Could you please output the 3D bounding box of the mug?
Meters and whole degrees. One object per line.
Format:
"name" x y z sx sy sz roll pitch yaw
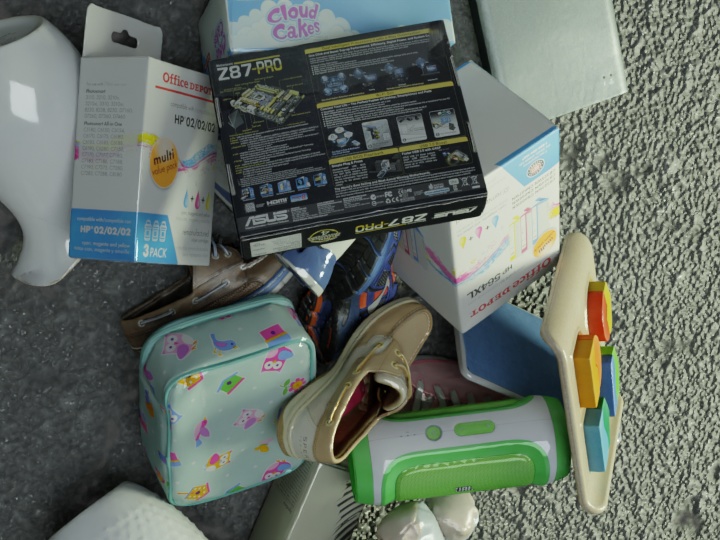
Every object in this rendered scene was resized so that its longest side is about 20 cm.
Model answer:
"mug" -0.211 0.297 1.137 0.176 0.148 0.200 53 43 4

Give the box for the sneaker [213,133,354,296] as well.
"sneaker" -0.056 -0.075 1.103 0.115 0.199 0.081 -42 147 -6

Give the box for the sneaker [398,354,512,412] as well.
"sneaker" 0.105 0.137 1.260 0.198 0.105 0.076 6 105 -21

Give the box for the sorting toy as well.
"sorting toy" 0.214 0.091 1.180 0.036 0.186 0.201 -6 120 22

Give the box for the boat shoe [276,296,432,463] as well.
"boat shoe" 0.012 0.102 1.143 0.200 0.069 0.074 -46 135 -31

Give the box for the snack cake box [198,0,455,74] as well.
"snack cake box" -0.031 -0.207 1.107 0.198 0.115 0.068 -6 85 -18

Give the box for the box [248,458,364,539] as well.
"box" -0.063 0.269 1.245 0.068 0.082 0.201 20 98 -25

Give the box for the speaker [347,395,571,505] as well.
"speaker" 0.089 0.165 1.177 0.198 0.089 0.089 -6 106 -5

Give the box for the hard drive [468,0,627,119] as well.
"hard drive" 0.174 -0.249 1.223 0.139 0.033 0.202 -20 109 -14

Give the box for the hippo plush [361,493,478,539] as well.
"hippo plush" 0.071 0.325 1.206 0.158 0.161 0.201 -24 146 -26

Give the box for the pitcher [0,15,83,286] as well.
"pitcher" -0.249 -0.114 1.069 0.171 0.121 0.201 -34 125 -31

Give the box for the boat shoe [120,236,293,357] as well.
"boat shoe" -0.130 0.009 1.157 0.200 0.072 0.073 -42 112 -6

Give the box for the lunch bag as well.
"lunch bag" -0.115 0.118 1.151 0.159 0.077 0.201 -19 141 -23

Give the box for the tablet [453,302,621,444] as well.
"tablet" 0.174 0.091 1.270 0.199 0.131 0.014 24 129 -24

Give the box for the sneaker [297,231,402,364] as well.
"sneaker" 0.000 0.000 1.175 0.078 0.075 0.201 -23 153 -34

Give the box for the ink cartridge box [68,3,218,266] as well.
"ink cartridge box" -0.171 -0.107 1.039 0.067 0.115 0.202 4 91 24

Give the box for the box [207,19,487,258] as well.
"box" -0.013 -0.106 1.020 0.198 0.049 0.163 -11 72 -5

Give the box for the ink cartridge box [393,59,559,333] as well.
"ink cartridge box" 0.095 -0.056 1.155 0.128 0.125 0.201 -33 142 -18
